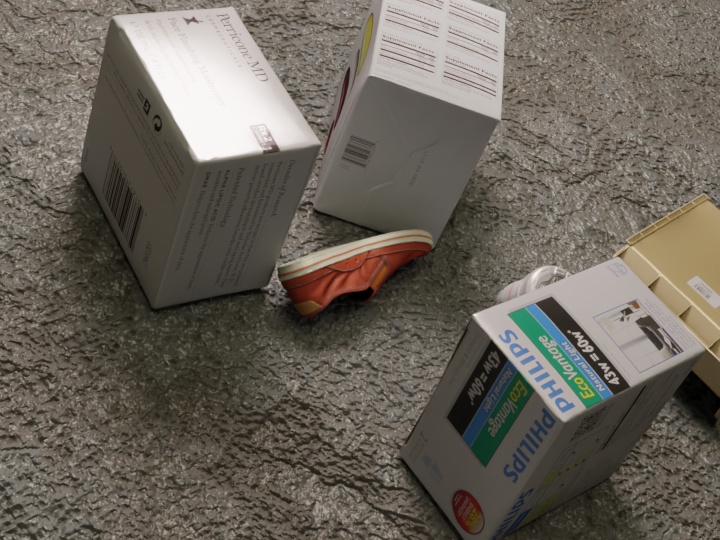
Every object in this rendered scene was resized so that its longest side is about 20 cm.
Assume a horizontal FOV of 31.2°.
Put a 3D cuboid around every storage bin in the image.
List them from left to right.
[{"bbox_3d":[0.380,0.040,1.412,0.198,0.094,0.200,-26,64,-39],"label":"storage bin"}]

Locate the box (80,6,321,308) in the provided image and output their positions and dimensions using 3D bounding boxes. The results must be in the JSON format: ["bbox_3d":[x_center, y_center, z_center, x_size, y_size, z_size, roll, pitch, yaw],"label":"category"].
[{"bbox_3d":[-0.158,-0.108,1.219,0.130,0.201,0.200,-12,54,-33],"label":"box"}]

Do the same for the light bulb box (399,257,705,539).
[{"bbox_3d":[0.169,0.119,1.159,0.199,0.199,0.125,-18,56,-38],"label":"light bulb box"}]

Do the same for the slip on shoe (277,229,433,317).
[{"bbox_3d":[0.000,0.000,1.299,0.199,0.074,0.062,-19,93,-44],"label":"slip on shoe"}]

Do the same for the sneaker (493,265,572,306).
[{"bbox_3d":[0.219,0.061,1.328,0.199,0.099,0.078,36,66,-24],"label":"sneaker"}]

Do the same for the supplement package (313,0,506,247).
[{"bbox_3d":[0.054,-0.175,1.389,0.146,0.192,0.201,18,43,-9],"label":"supplement package"}]
